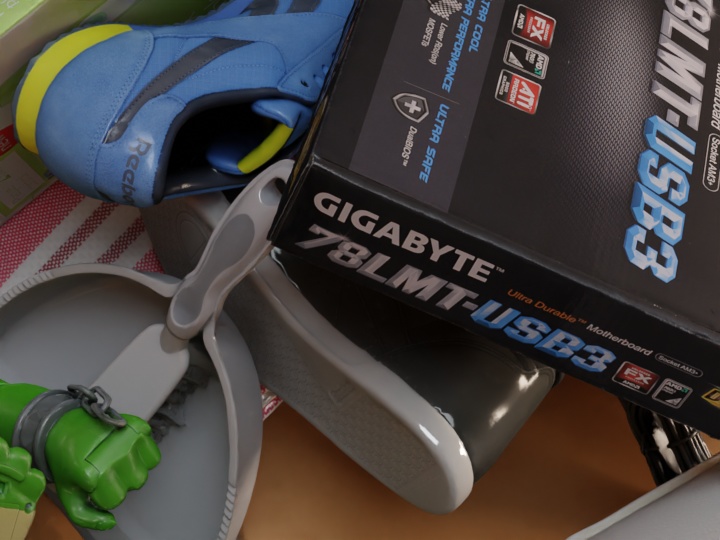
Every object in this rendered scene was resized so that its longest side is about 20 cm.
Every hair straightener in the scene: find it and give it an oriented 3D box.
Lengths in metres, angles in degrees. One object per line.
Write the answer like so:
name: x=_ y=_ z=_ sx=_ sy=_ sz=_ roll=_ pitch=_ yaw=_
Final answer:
hair straightener: x=0.104 y=0.048 z=0.766 sx=0.041 sy=0.077 sz=0.201 roll=-24 pitch=99 yaw=3

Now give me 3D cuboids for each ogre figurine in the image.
ogre figurine: x=-0.179 y=0.095 z=0.685 sx=0.200 sy=0.120 sz=0.098 roll=-50 pitch=123 yaw=-5

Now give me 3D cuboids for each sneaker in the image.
sneaker: x=-0.034 y=-0.066 z=0.729 sx=0.078 sy=0.066 sz=0.199 roll=31 pitch=36 yaw=28
sneaker: x=0.000 y=0.000 z=0.748 sx=0.099 sy=0.071 sz=0.200 roll=-34 pitch=58 yaw=-27

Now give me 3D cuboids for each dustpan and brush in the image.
dustpan and brush: x=-0.071 y=0.031 z=0.712 sx=0.140 sy=0.200 sz=0.057 roll=48 pitch=24 yaw=13

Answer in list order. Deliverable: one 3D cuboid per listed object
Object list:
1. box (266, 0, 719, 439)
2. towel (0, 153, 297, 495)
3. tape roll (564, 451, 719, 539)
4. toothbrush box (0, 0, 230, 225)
box: x=0.086 y=-0.049 z=0.685 sx=0.197 sy=0.050 sz=0.201 roll=23 pitch=45 yaw=-5
towel: x=-0.094 y=-0.022 z=0.804 sx=0.200 sy=0.030 sz=0.146 roll=44 pitch=84 yaw=12
tape roll: x=0.126 y=0.180 z=0.666 sx=0.138 sy=0.203 sz=0.204 roll=-27 pitch=73 yaw=-17
toothbrush box: x=-0.130 y=-0.102 z=0.735 sx=0.200 sy=0.146 sz=0.086 roll=-38 pitch=78 yaw=-4
